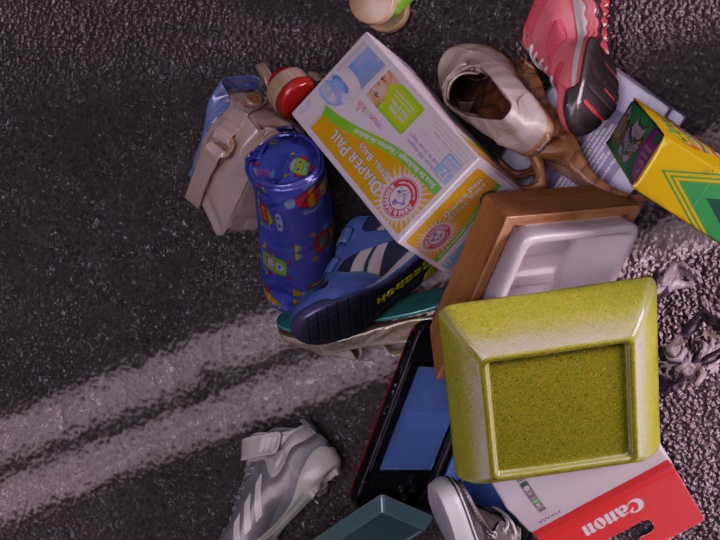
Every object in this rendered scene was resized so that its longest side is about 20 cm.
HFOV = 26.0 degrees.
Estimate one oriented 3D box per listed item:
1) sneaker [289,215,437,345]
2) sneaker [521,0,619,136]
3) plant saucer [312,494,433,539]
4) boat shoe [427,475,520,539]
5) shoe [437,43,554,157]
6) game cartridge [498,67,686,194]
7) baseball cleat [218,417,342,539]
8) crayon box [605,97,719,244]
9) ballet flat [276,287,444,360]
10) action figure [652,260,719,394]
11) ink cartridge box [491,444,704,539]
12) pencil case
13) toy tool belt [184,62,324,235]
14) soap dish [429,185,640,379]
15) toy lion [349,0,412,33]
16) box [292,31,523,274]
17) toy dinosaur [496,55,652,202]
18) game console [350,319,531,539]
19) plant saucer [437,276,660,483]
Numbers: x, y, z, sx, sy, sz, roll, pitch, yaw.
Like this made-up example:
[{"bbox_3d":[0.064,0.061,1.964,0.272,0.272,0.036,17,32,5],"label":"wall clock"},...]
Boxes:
[{"bbox_3d":[0.000,0.000,1.550,0.199,0.074,0.082,-35,65,-24],"label":"sneaker"},{"bbox_3d":[0.195,-0.206,1.481,0.086,0.074,0.202,-13,54,30],"label":"sneaker"},{"bbox_3d":[-0.013,0.286,1.587,0.069,0.019,0.200,26,133,-28],"label":"plant saucer"},{"bbox_3d":[0.124,0.264,1.543,0.070,0.072,0.201,-29,130,-4],"label":"boat shoe"},{"bbox_3d":[0.118,-0.173,1.483,0.070,0.053,0.200,-60,34,14],"label":"shoe"},{"bbox_3d":[0.210,-0.105,1.531,0.133,0.041,0.201,36,104,7],"label":"game cartridge"},{"bbox_3d":[-0.110,0.239,1.650,0.200,0.070,0.107,-43,76,6],"label":"baseball cleat"},{"bbox_3d":[0.314,-0.073,1.395,0.172,0.200,0.059,33,104,-7],"label":"crayon box"},{"bbox_3d":[0.008,0.065,1.595,0.198,0.068,0.063,-7,122,19],"label":"ballet flat"},{"bbox_3d":[0.306,0.063,1.484,0.199,0.102,0.120,6,133,53],"label":"action figure"},{"bbox_3d":[0.223,0.208,1.519,0.160,0.050,0.201,-30,99,12],"label":"ink cartridge box"},{"bbox_3d":[-0.069,-0.046,1.545,0.086,0.078,0.201,21,143,22],"label":"pencil case"},{"bbox_3d":[-0.117,-0.144,1.576,0.123,0.124,0.201,51,132,34],"label":"toy tool belt"},{"bbox_3d":[0.157,0.010,1.460,0.081,0.156,0.201,56,139,37],"label":"soap dish"},{"bbox_3d":[0.069,-0.356,1.540,0.198,0.069,0.194,-18,83,18],"label":"toy lion"},{"bbox_3d":[0.044,-0.110,1.476,0.113,0.101,0.200,-46,56,10],"label":"box"},{"bbox_3d":[0.189,-0.112,1.488,0.106,0.060,0.201,-38,84,15],"label":"toy dinosaur"},{"bbox_3d":[0.108,0.166,1.548,0.118,0.171,0.202,29,104,39],"label":"game console"},{"bbox_3d":[0.178,0.115,1.417,0.197,0.048,0.202,-8,122,1],"label":"plant saucer"}]
